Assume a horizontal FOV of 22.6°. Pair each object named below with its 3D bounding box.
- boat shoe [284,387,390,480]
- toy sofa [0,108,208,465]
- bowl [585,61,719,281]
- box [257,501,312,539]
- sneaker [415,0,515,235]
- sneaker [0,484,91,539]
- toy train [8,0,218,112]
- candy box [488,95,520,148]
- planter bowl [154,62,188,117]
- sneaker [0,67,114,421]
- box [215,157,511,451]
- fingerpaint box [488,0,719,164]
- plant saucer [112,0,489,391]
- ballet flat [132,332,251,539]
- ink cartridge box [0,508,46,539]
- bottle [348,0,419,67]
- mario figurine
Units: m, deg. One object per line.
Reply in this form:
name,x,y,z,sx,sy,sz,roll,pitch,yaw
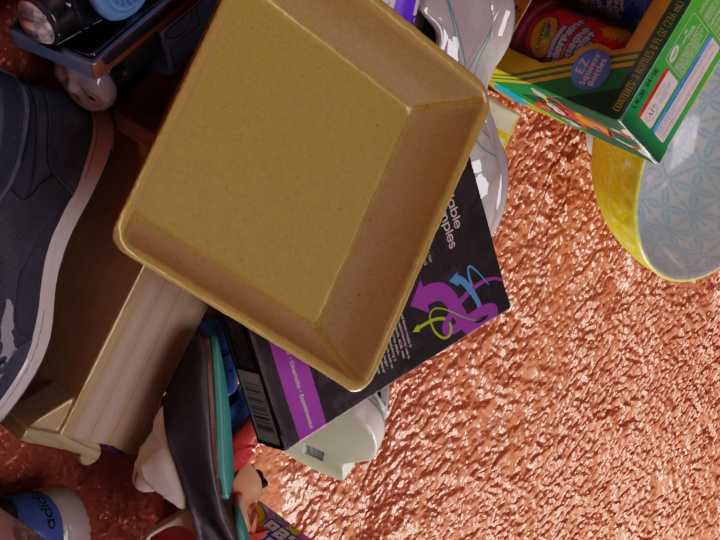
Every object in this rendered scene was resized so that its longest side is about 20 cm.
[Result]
boat shoe,-0.014,0.089,1.223,0.201,0.070,0.072,115,0,-74
toy sofa,-0.148,0.008,1.072,0.097,0.083,0.201,20,98,-51
bowl,0.239,-0.103,1.394,0.199,0.107,0.201,-24,128,-36
box,-0.085,0.277,1.201,0.192,0.200,0.123,-32,132,-29
sneaker,0.052,-0.103,1.200,0.080,0.070,0.202,-15,111,-39
sneaker,-0.236,0.234,1.114,0.111,0.077,0.201,-4,113,-47
toy train,-0.108,-0.170,1.006,0.200,0.086,0.115,-46,141,-30
candy box,0.037,-0.039,1.283,0.102,0.026,0.201,23,94,-46
planter bowl,-0.036,-0.064,1.152,0.200,0.083,0.202,-25,128,-36
sneaker,-0.223,-0.016,0.978,0.146,0.077,0.204,21,86,-60
box,0.000,0.000,1.104,0.199,0.036,0.144,-29,113,-33
fingerpaint box,0.177,-0.199,1.232,0.201,0.166,0.073,-58,141,-3
plant saucer,-0.037,-0.062,1.010,0.200,0.048,0.201,34,75,-37
ballet flat,-0.099,0.139,1.073,0.073,0.073,0.202,-20,105,-38
ink cartridge box,-0.216,0.173,0.981,0.200,0.145,0.084,37,83,-10
bottle,0.013,-0.222,1.077,0.065,0.083,0.201,9,101,-24
mario figurine,-0.089,0.103,1.159,0.105,0.123,0.202,-6,103,-15
